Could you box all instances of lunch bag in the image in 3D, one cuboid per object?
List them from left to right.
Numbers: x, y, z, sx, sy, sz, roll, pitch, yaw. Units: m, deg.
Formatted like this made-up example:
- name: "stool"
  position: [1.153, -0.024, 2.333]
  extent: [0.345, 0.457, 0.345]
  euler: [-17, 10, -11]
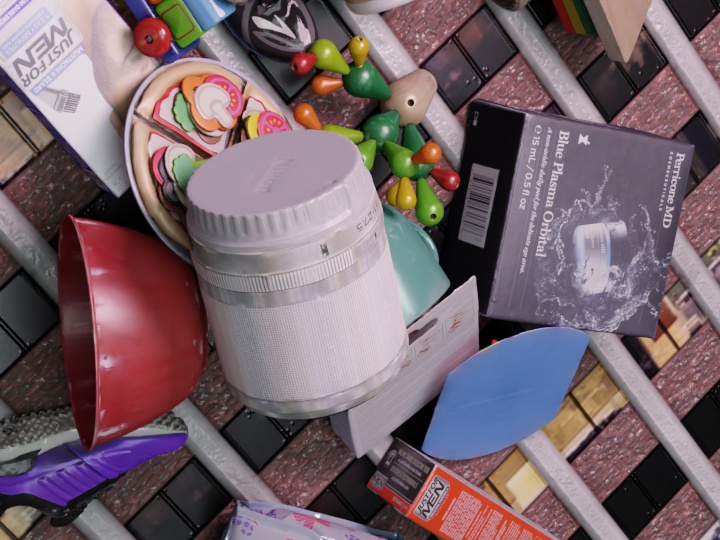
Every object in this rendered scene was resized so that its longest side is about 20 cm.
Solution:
- name: "lunch bag"
  position: [-0.053, 0.323, 1.653]
  extent: [0.198, 0.127, 0.171]
  euler: [18, 91, -19]

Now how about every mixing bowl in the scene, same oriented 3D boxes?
- name: "mixing bowl"
  position: [-0.193, 0.047, 1.486]
  extent: [0.107, 0.200, 0.203]
  euler: [-6, 103, -18]

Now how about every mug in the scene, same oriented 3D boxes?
- name: "mug"
  position: [-0.008, 0.007, 1.603]
  extent: [0.151, 0.185, 0.115]
  euler: [-36, 95, 7]

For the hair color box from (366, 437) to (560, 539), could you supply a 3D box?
- name: "hair color box"
  position: [0.112, 0.248, 1.721]
  extent: [0.199, 0.101, 0.062]
  euler: [34, 86, -25]

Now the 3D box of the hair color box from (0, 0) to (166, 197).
- name: "hair color box"
  position: [-0.243, -0.174, 1.499]
  extent: [0.109, 0.065, 0.200]
  euler: [-45, 116, -10]

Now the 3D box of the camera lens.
- name: "camera lens"
  position: [-0.051, 0.007, 1.412]
  extent: [0.159, 0.160, 0.202]
  euler: [-23, 121, -18]

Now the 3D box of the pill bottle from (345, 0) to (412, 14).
- name: "pill bottle"
  position: [0.006, -0.343, 1.542]
  extent: [0.119, 0.120, 0.201]
  euler: [-30, 110, -15]

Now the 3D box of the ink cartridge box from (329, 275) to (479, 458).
- name: "ink cartridge box"
  position: [0.037, 0.082, 1.617]
  extent: [0.162, 0.050, 0.201]
  euler: [-38, 155, -13]

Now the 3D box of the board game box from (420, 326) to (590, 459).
- name: "board game box"
  position: [0.133, 0.109, 1.699]
  extent: [0.156, 0.039, 0.201]
  euler: [-12, 142, -23]

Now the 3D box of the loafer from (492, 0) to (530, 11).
- name: "loafer"
  position: [0.142, -0.346, 1.623]
  extent: [0.068, 0.075, 0.202]
  euler: [-32, 132, -31]

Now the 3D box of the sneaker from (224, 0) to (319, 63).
- name: "sneaker"
  position: [-0.098, -0.267, 1.532]
  extent: [0.071, 0.083, 0.201]
  euler: [-36, 113, -15]

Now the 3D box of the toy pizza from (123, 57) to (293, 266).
- name: "toy pizza"
  position: [-0.116, -0.092, 1.497]
  extent: [0.199, 0.032, 0.202]
  euler: [17, 64, -38]

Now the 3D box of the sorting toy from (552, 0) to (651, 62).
- name: "sorting toy"
  position: [0.229, -0.336, 1.629]
  extent: [0.200, 0.069, 0.200]
  euler: [-67, 149, -18]

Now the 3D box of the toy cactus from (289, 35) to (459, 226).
- name: "toy cactus"
  position: [0.029, -0.143, 1.584]
  extent: [0.200, 0.102, 0.165]
  euler: [46, 40, -6]

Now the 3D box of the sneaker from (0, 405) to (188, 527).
- name: "sneaker"
  position: [-0.254, 0.179, 1.569]
  extent: [0.198, 0.070, 0.101]
  euler: [-7, 110, -18]

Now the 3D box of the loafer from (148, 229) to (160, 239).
- name: "loafer"
  position: [-0.149, -0.028, 1.569]
  extent: [0.071, 0.063, 0.202]
  euler: [24, 90, -26]

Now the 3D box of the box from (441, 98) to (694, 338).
- name: "box"
  position: [0.199, -0.050, 1.690]
  extent: [0.198, 0.117, 0.199]
  euler: [7, 98, -26]

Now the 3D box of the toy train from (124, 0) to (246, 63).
- name: "toy train"
  position: [-0.174, -0.288, 1.465]
  extent: [0.115, 0.085, 0.201]
  euler: [-28, 101, 28]
